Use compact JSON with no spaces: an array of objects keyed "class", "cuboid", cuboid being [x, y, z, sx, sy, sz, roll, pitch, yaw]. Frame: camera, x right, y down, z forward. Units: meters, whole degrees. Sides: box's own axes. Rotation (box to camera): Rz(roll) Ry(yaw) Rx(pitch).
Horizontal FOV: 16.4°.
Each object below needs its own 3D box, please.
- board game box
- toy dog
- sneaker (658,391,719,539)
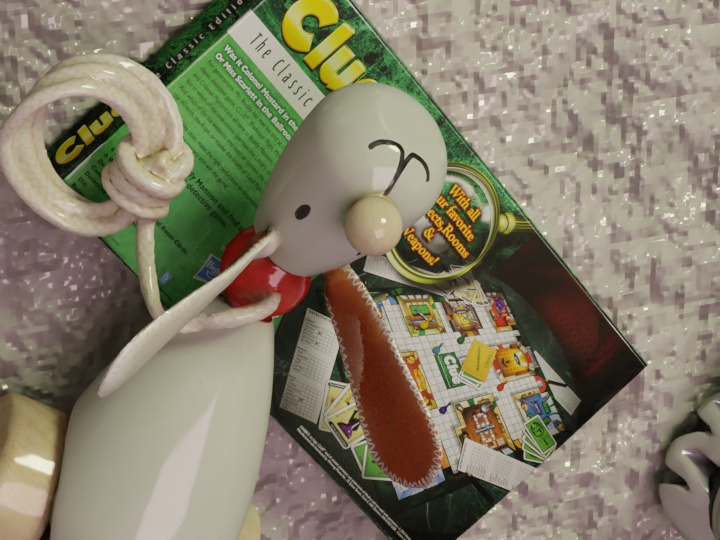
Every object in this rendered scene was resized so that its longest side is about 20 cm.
[{"class":"board game box","cuboid":[0.000,0.000,0.778,0.105,0.023,0.200,-40,124,2]},{"class":"toy dog","cuboid":[-0.045,0.045,0.712,0.131,0.097,0.201,5,127,-13]},{"class":"sneaker","cuboid":[0.176,0.022,0.832,0.075,0.081,0.201,15,107,-27]}]
